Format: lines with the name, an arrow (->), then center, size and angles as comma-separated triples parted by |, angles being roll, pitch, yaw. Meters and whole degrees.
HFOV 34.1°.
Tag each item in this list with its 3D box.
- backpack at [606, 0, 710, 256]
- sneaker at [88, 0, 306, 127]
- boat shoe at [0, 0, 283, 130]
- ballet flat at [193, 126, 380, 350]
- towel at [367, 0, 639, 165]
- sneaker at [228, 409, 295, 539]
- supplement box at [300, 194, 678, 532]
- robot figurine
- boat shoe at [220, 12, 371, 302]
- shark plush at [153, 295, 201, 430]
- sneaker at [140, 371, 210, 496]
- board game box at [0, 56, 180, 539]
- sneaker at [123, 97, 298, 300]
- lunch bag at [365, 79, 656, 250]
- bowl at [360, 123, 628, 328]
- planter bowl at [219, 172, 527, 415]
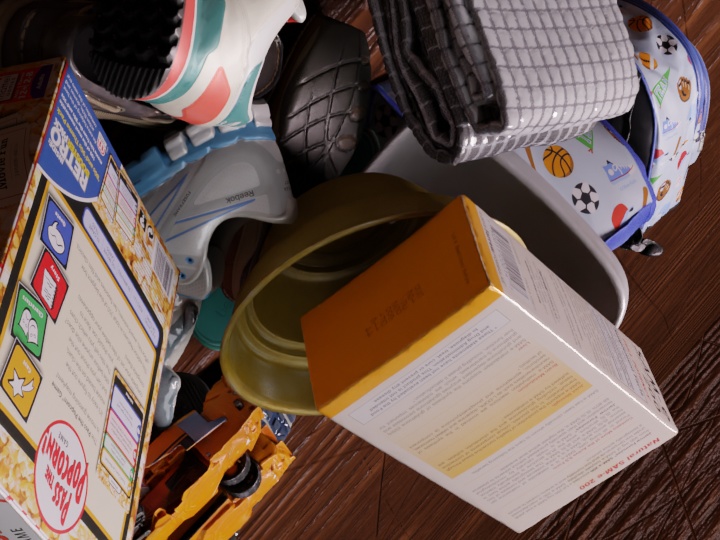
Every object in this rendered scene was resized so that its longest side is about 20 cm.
backpack -> 0.218, -0.145, 1.028 | 0.154, 0.199, 0.192 | -43, 150, -26
sneaker -> -0.062, -0.165, 0.561 | 0.093, 0.069, 0.203 | 24, 77, -55
boat shoe -> -0.102, -0.106, 0.619 | 0.199, 0.072, 0.076 | -17, 114, -52
ballet flat -> -0.058, -0.029, 0.871 | 0.201, 0.067, 0.070 | -52, -179, 6
towel -> 0.076, -0.173, 0.733 | 0.164, 0.203, 0.085 | -15, 172, -45
sneaker -> -0.124, 0.148, 0.977 | 0.084, 0.077, 0.201 | -17, -147, 41
supplement box -> 0.077, 0.062, 0.684 | 0.125, 0.074, 0.199 | -36, 131, 21
robot figurine -> -0.139, 0.175, 0.830 | 0.200, 0.058, 0.146 | -43, 148, -13
boat shoe -> -0.057, -0.072, 0.780 | 0.075, 0.073, 0.203 | 13, 98, -49
shark plush -> -0.146, 0.023, 0.777 | 0.082, 0.091, 0.201 | 14, 125, -29
sneaker -> -0.185, 0.171, 0.895 | 0.199, 0.084, 0.121 | -36, 149, -12
board game box -> -0.139, 0.031, 0.522 | 0.046, 0.202, 0.153 | -8, 138, 12
sneaker -> -0.124, -0.014, 0.661 | 0.198, 0.088, 0.075 | -27, 180, 13
lunch bag -> 0.113, -0.070, 0.922 | 0.169, 0.200, 0.125 | -31, 151, -37
bowl -> 0.073, 0.008, 0.810 | 0.200, 0.200, 0.074 | -50, 171, 31
planter bowl -> 0.000, 0.000, 0.728 | 0.197, 0.084, 0.202 | -14, 146, -10
